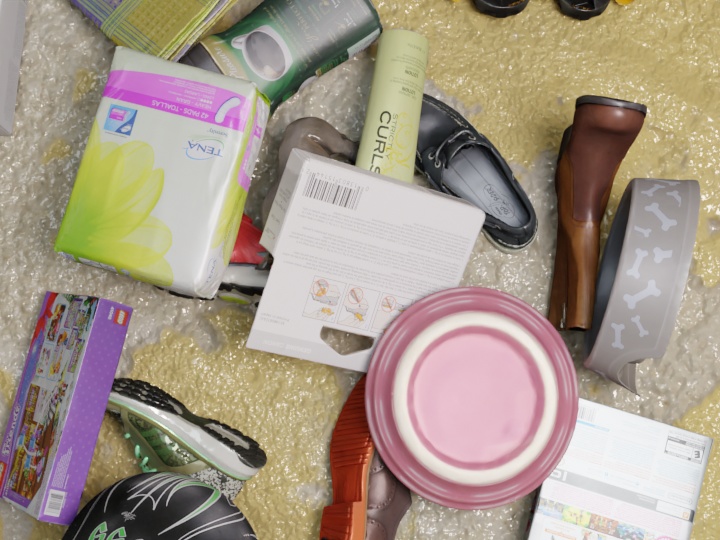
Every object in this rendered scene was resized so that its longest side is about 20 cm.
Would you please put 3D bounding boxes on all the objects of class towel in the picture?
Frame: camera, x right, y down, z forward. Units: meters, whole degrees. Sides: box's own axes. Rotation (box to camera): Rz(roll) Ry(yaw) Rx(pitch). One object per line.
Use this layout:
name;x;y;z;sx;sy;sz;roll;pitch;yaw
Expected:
towel;-0.215;-0.292;1.185;0.199;0.023;0.144;39;83;26

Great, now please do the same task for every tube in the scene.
tube;0.030;-0.128;1.131;0.057;0.052;0.204;7;78;12

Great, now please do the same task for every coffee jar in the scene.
coffee jar;-0.082;-0.219;1.166;0.199;0.085;0.105;-37;95;-5

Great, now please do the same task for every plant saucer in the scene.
plant saucer;0.102;0.115;1.065;0.196;0.051;0.205;0;84;0

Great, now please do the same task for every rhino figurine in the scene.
rhino figurine;-0.051;-0.058;1.123;0.086;0.060;0.203;24;63;-21

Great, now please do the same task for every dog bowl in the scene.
dog bowl;0.251;0.009;1.068;0.058;0.200;0.204;14;82;6

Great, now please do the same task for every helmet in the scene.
helmet;-0.175;0.275;1.034;0.199;0.201;0.191;35;47;6

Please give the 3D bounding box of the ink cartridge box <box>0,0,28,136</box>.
ink cartridge box;-0.433;-0.249;1.180;0.172;0.084;0.204;5;81;2

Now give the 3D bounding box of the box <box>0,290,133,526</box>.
box;-0.281;0.123;1.099;0.039;0.136;0.204;20;81;-35

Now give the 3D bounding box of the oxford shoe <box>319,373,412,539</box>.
oxford shoe;0.013;0.191;1.125;0.072;0.071;0.204;21;73;-30

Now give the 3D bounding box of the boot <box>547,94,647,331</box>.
boot;0.206;-0.048;1.085;0.067;0.188;0.204;11;80;-8

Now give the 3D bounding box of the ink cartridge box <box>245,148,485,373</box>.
ink cartridge box;0.000;0.000;1.088;0.197;0.045;0.179;14;102;-29

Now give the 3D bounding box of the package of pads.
package of pads;-0.176;-0.088;1.080;0.152;0.068;0.204;16;84;11

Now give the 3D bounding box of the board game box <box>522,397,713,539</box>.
board game box;0.232;0.235;1.104;0.145;0.064;0.203;17;81;5

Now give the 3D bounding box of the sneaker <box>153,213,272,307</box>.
sneaker;-0.139;-0.018;1.155;0.196;0.077;0.086;12;66;-4

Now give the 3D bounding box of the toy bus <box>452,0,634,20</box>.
toy bus;0.186;-0.364;1.174;0.196;0.136;0.195;3;66;-1

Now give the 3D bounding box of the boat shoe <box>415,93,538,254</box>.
boat shoe;0.102;-0.103;1.155;0.074;0.066;0.201;-35;82;-4

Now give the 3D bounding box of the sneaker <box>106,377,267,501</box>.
sneaker;-0.192;0.170;1.123;0.198;0.077;0.090;27;95;9
